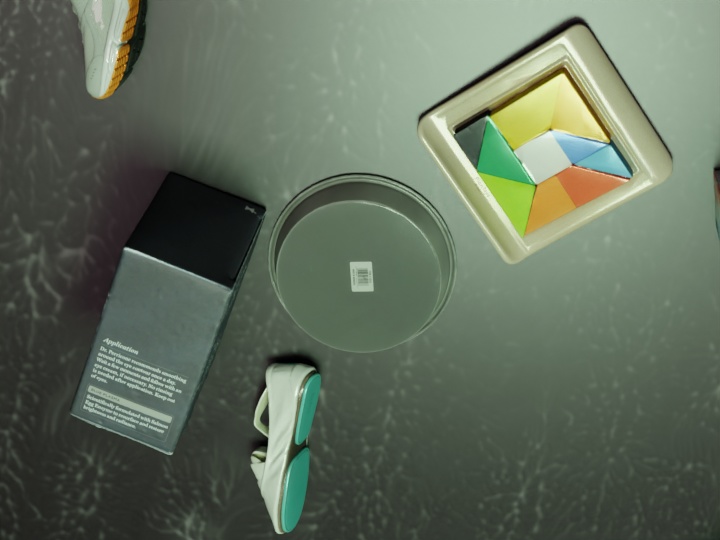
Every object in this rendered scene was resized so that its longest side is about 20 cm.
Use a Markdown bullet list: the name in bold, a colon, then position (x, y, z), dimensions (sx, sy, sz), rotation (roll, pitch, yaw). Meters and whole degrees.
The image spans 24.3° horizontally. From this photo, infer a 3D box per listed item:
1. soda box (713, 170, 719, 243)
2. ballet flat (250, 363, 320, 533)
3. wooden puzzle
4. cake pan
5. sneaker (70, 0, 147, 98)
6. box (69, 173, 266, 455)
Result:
- **soda box**: position (0.377, -0.030, 1.592), dimensions (0.063, 0.200, 0.069), rotation (-5, 116, 9)
- **ballet flat**: position (-0.087, 0.189, 1.830), dimensions (0.069, 0.070, 0.201), rotation (9, 111, 2)
- **wooden puzzle**: position (0.183, -0.120, 1.663), dimensions (0.199, 0.037, 0.185), rotation (-31, 108, 18)
- **cake pan**: position (0.000, 0.000, 1.740), dimensions (0.199, 0.037, 0.202), rotation (2, 115, 5)
- **sneaker**: position (-0.257, -0.270, 1.631), dimensions (0.091, 0.076, 0.201), rotation (13, 108, 8)
- **box**: position (-0.191, 0.039, 1.692), dimensions (0.117, 0.197, 0.201), rotation (21, 115, -3)
